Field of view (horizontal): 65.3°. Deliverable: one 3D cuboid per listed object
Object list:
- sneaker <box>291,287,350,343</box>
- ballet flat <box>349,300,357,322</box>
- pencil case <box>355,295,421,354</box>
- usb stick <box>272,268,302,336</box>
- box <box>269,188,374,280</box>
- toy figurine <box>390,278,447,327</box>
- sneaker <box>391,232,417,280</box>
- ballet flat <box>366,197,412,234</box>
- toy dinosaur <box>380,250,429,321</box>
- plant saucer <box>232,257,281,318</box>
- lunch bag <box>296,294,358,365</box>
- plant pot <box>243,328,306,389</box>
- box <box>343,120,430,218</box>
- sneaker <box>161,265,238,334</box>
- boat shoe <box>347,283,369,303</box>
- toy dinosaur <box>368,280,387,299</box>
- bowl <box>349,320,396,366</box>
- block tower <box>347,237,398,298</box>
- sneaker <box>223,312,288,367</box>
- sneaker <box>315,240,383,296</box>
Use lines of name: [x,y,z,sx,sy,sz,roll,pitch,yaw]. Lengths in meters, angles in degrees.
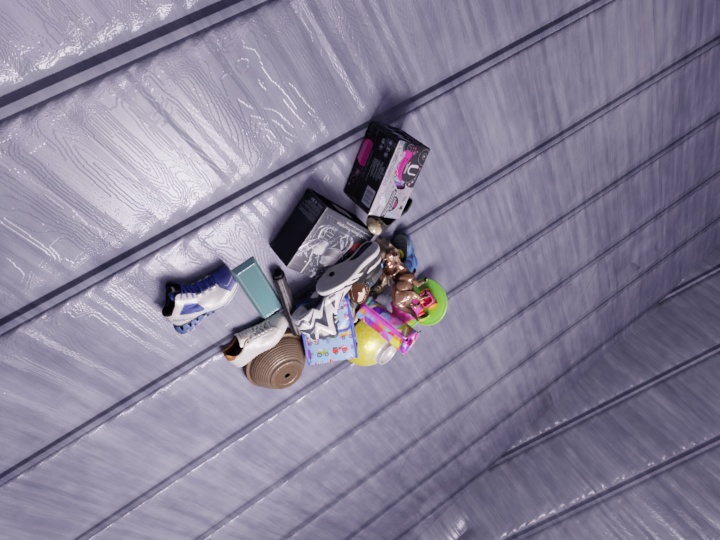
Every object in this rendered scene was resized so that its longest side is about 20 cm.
sneaker: [-0.084,0.118,1.542,0.199,0.079,0.130,-45,127,-28]
ballet flat: [-0.048,0.168,1.715,0.072,0.068,0.202,-8,129,-45]
pencil case: [0.080,0.159,1.645,0.088,0.199,0.089,-45,158,-25]
usb stick: [-0.194,0.089,1.514,0.032,0.056,0.202,-11,120,7]
box: [-0.096,-0.078,1.450,0.199,0.104,0.183,24,106,-47]
toy figurine: [0.146,0.118,1.749,0.200,0.151,0.183,-38,161,30]
sneaker: [0.138,-0.040,1.705,0.078,0.066,0.202,-33,138,-32]
ballet flat: [0.075,-0.155,1.510,0.057,0.067,0.200,-29,-170,41]
toy dinosaur: [0.117,0.050,1.615,0.134,0.086,0.203,0,79,-21]
plant saucer: [-0.267,0.052,1.481,0.070,0.019,0.201,-35,136,-12]
lunch bag: [-0.095,0.155,1.620,0.149,0.094,0.202,-9,111,2]
plant pot: [-0.231,0.275,1.631,0.199,0.093,0.203,-21,132,-25]
box: [0.066,-0.250,1.421,0.114,0.132,0.202,2,121,-39]
sneaker: [-0.395,0.059,1.337,0.199,0.081,0.115,-41,140,-2]
boat shoe: [-0.006,0.000,1.562,0.074,0.075,0.205,-2,104,-4]
toy dinosaur: [0.021,0.078,1.714,0.200,0.048,0.088,-50,145,10]
bowl: [0.052,0.234,1.782,0.199,0.107,0.201,-35,146,-28]
block tower: [0.023,-0.004,1.641,0.200,0.054,0.058,-50,138,6]
sneaker: [-0.285,0.181,1.525,0.200,0.073,0.085,-42,143,-2]
sneaker: [-0.016,0.023,1.463,0.199,0.073,0.112,-38,138,-11]
